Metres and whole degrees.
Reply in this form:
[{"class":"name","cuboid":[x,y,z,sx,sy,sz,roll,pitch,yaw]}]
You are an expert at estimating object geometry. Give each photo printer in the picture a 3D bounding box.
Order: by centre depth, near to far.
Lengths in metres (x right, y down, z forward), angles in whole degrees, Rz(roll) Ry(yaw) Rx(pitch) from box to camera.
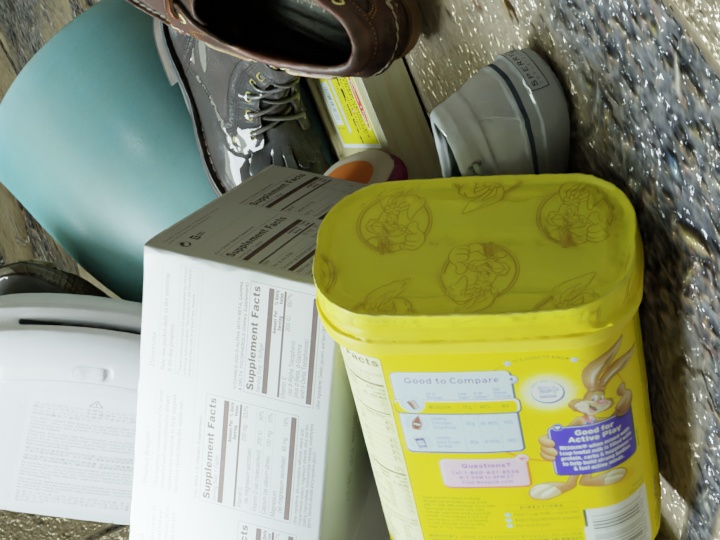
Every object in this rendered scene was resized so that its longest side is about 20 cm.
[{"class":"photo printer","cuboid":[-0.170,0.084,1.580,0.200,0.166,0.070,110,164,-56]}]

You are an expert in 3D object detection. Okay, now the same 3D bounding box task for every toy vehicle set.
[{"class":"toy vehicle set","cuboid":[0.001,-0.100,1.437,0.201,0.026,0.124,68,167,-10]}]

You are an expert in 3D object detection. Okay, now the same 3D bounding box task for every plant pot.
[{"class":"plant pot","cuboid":[-0.109,-0.064,1.598,0.161,0.200,0.201,51,162,24]}]

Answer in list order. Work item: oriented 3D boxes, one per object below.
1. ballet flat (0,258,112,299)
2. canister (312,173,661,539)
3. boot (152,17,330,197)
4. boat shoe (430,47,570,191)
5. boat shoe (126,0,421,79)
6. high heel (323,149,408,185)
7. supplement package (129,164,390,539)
[{"class":"ballet flat","cuboid":[-0.167,0.036,1.617,0.200,0.067,0.047,34,-134,-44]},{"class":"canister","cuboid":[0.066,0.055,1.194,0.200,0.148,0.087,77,-164,-46]},{"class":"boot","cuboid":[-0.052,-0.109,1.433,0.200,0.069,0.174,58,159,0]},{"class":"boat shoe","cuboid":[0.062,-0.028,1.228,0.074,0.067,0.200,55,164,39]},{"class":"boat shoe","cuboid":[-0.067,-0.151,1.321,0.199,0.070,0.071,18,118,25]},{"class":"high heel","cuboid":[0.000,0.000,1.434,0.096,0.068,0.200,31,141,-14]},{"class":"supplement package","cuboid":[-0.036,0.067,1.310,0.156,0.110,0.201,-37,-43,-61]}]
